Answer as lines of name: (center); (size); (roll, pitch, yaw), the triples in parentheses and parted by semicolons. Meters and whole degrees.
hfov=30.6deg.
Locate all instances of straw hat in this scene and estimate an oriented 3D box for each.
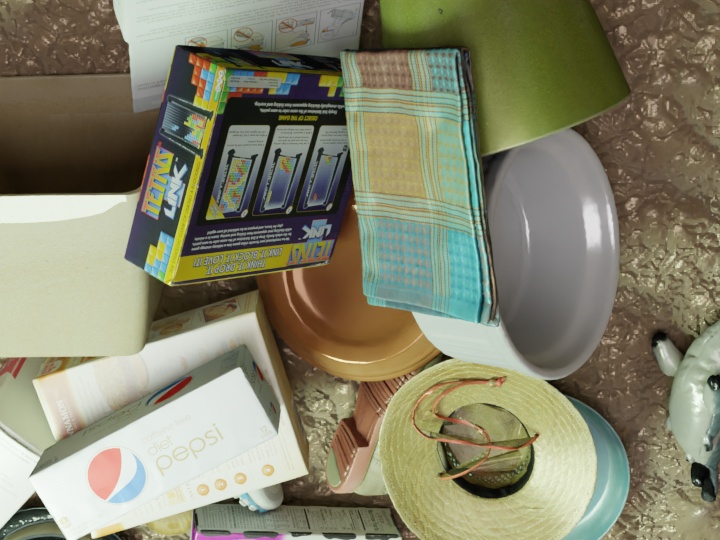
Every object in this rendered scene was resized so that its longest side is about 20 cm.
straw hat: (0.113, 0.151, 1.175); (0.199, 0.085, 0.203); (2, 110, 4)

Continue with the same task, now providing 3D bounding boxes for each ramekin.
ramekin: (0.120, -0.016, 1.063); (0.097, 0.200, 0.202); (1, 120, 39)

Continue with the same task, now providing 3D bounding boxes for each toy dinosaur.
toy dinosaur: (-0.199, 0.214, 1.269); (0.198, 0.058, 0.102); (1, 117, 3)

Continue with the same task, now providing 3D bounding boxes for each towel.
towel: (0.039, -0.063, 0.969); (0.022, 0.146, 0.202); (-17, 107, -35)

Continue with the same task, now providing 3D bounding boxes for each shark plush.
shark plush: (0.330, 0.133, 1.193); (0.083, 0.091, 0.202); (-18, 111, -21)

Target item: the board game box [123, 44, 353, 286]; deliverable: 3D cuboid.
board game box: (-0.078, -0.082, 1.011); (0.056, 0.199, 0.166); (28, 109, 29)

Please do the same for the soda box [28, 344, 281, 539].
soda box: (-0.167, 0.142, 1.079); (0.199, 0.064, 0.068); (-28, 103, 6)

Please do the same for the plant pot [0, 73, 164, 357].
plant pot: (-0.247, -0.038, 1.088); (0.198, 0.200, 0.178); (0, 124, 4)

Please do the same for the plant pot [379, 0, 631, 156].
plant pot: (0.087, -0.202, 1.001); (0.186, 0.187, 0.201); (-17, 101, 12)

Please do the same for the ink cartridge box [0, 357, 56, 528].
ink cartridge box: (-0.349, 0.179, 1.214); (0.085, 0.146, 0.200); (40, 112, -15)

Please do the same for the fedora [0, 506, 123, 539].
fedora: (-0.316, 0.334, 1.309); (0.199, 0.092, 0.202); (2, 119, 3)

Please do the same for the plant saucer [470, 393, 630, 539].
plant saucer: (0.155, 0.193, 1.252); (0.198, 0.027, 0.202); (1, 116, 3)

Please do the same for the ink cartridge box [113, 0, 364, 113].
ink cartridge box: (-0.089, -0.210, 1.012); (0.198, 0.044, 0.174); (-14, 152, -15)

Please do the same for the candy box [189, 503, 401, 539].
candy box: (-0.068, 0.299, 1.270); (0.198, 0.061, 0.138); (4, 109, -11)

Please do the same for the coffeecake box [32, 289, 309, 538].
coffeecake box: (-0.161, 0.124, 1.145); (0.198, 0.073, 0.155); (-17, 104, 2)

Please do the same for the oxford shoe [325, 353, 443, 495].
oxford shoe: (0.038, 0.124, 1.215); (0.073, 0.071, 0.201); (15, 118, -27)

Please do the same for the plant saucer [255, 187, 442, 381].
plant saucer: (0.000, 0.000, 1.132); (0.198, 0.037, 0.202); (3, 101, 15)

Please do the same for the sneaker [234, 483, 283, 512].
sneaker: (-0.102, 0.135, 1.220); (0.086, 0.075, 0.201); (-20, 113, 7)
